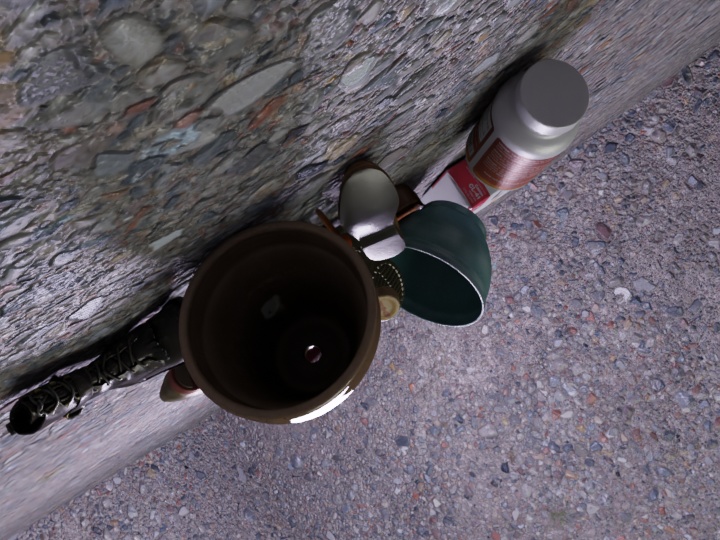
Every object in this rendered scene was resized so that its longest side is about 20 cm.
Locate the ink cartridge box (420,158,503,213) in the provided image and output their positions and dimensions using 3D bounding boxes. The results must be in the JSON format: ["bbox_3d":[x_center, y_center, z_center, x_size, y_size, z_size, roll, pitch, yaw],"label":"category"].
[{"bbox_3d":[0.226,-0.168,1.219,0.199,0.086,0.148,-31,174,-19],"label":"ink cartridge box"}]

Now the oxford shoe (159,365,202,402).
[{"bbox_3d":[-0.224,0.144,1.022,0.075,0.071,0.199,-40,165,36],"label":"oxford shoe"}]

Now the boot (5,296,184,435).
[{"bbox_3d":[-0.274,0.112,0.716,0.199,0.070,0.174,-36,175,37],"label":"boot"}]

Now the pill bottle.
[{"bbox_3d":[0.212,-0.184,0.858,0.111,0.113,0.200,-33,175,-11],"label":"pill bottle"}]

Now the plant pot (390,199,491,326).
[{"bbox_3d":[0.126,-0.024,1.062,0.135,0.199,0.200,-60,-173,-27],"label":"plant pot"}]

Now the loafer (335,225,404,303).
[{"bbox_3d":[0.000,0.000,0.996,0.067,0.200,0.077,9,-122,42],"label":"loafer"}]

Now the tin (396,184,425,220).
[{"bbox_3d":[0.046,-0.089,1.078,0.112,0.042,0.200,-40,174,8],"label":"tin"}]

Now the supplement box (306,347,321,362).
[{"bbox_3d":[-0.080,0.079,0.883,0.200,0.108,0.061,-41,157,-38],"label":"supplement box"}]

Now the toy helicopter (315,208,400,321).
[{"bbox_3d":[-0.030,0.008,0.838,0.133,0.198,0.079,-56,-153,24],"label":"toy helicopter"}]

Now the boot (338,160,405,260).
[{"bbox_3d":[0.008,-0.084,0.798,0.073,0.076,0.200,-17,157,3],"label":"boot"}]

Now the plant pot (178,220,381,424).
[{"bbox_3d":[-0.069,0.073,0.713,0.199,0.201,0.175,-34,158,-5],"label":"plant pot"}]
